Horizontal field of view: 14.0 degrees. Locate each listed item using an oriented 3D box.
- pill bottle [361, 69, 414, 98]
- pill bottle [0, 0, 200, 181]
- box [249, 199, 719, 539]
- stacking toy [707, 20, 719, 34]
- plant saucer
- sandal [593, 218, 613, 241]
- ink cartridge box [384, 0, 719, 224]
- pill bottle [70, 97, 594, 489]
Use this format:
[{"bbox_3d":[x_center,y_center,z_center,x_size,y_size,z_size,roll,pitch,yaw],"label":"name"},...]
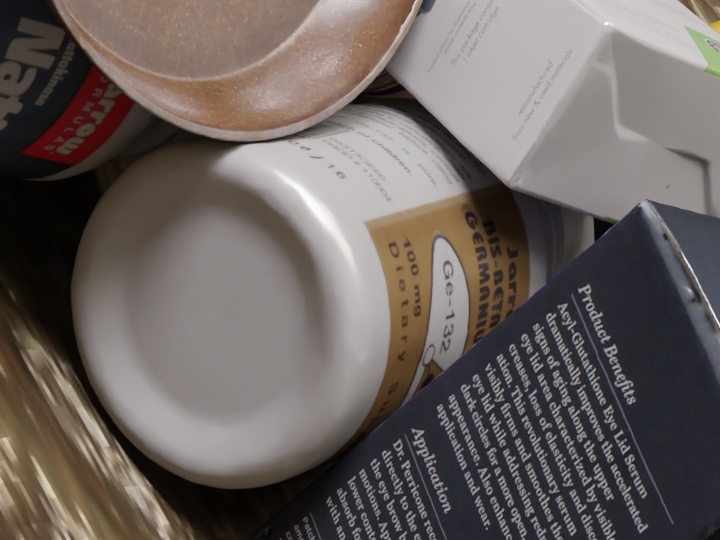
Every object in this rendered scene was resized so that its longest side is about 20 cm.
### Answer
[{"bbox_3d":[-0.006,-0.131,1.166,0.199,0.112,0.113,13,44,-45],"label":"pill bottle"},{"bbox_3d":[-0.123,-0.093,0.955,0.199,0.120,0.120,11,46,-47],"label":"pill bottle"},{"bbox_3d":[0.089,0.084,0.944,0.147,0.200,0.105,13,45,-46],"label":"box"},{"bbox_3d":[0.157,-0.054,1.203,0.146,0.200,0.147,34,32,-25],"label":"stacking toy"},{"bbox_3d":[-0.046,-0.142,0.924,0.200,0.034,0.202,-5,97,-48],"label":"plant saucer"},{"bbox_3d":[0.101,-0.003,1.126,0.199,0.082,0.055,31,-13,22],"label":"sandal"},{"bbox_3d":[0.050,-0.095,1.049,0.117,0.068,0.200,17,22,-44],"label":"ink cartridge box"},{"bbox_3d":[0.000,0.000,1.015,0.115,0.114,0.200,54,29,11],"label":"pill bottle"}]
